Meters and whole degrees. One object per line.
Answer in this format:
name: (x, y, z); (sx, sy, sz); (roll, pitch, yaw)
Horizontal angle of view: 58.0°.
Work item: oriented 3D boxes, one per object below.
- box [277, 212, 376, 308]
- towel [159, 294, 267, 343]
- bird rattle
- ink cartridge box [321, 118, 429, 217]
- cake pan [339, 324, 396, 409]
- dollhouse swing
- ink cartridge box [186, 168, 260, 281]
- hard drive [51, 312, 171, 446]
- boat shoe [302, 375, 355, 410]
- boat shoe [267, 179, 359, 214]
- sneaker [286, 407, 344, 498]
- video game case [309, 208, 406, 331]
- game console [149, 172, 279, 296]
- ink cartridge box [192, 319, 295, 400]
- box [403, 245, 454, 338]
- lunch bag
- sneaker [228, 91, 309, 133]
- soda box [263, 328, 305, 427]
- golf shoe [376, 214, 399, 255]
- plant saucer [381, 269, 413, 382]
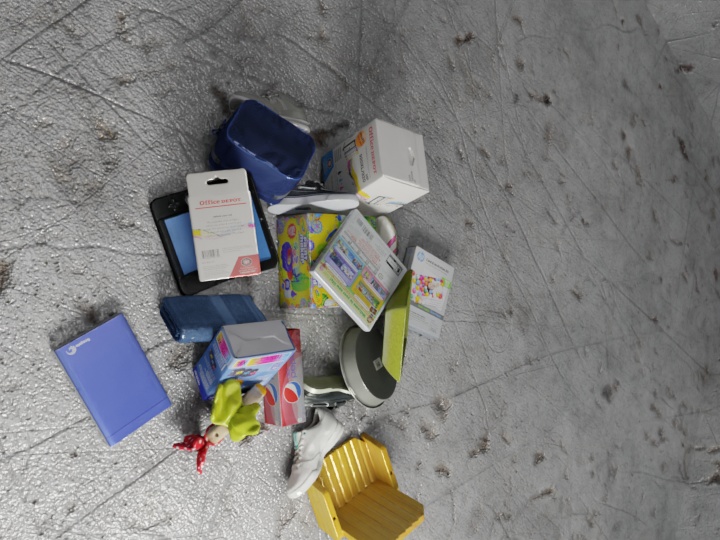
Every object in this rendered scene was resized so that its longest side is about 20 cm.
box: (-0.070, -0.019, 1.441); (0.193, 0.122, 0.200); (0, 87, -40)
towel: (-0.283, 0.096, 1.268); (0.200, 0.112, 0.049); (1, 128, -43)
bird rattle: (-0.250, 0.293, 1.242); (0.113, 0.200, 0.163); (40, 30, 5)
ink cartridge box: (0.032, -0.222, 1.475); (0.145, 0.200, 0.147); (9, 66, -39)
cake pan: (0.024, 0.219, 1.511); (0.200, 0.037, 0.200); (36, 44, -44)
dollhouse swing: (0.018, 0.491, 1.442); (0.200, 0.176, 0.182); (-25, 103, -38)
ink cartridge box: (-0.259, -0.088, 1.229); (0.116, 0.067, 0.200); (-7, 99, -11)
hard drive: (-0.443, 0.195, 1.172); (0.132, 0.025, 0.200); (-35, 109, -36)
boat shoe: (-0.067, 0.281, 1.458); (0.199, 0.074, 0.066); (11, 107, -55)
boat shoe: (-0.102, -0.163, 1.401); (0.072, 0.200, 0.068); (54, 35, -69)
sneaker: (-0.120, 0.392, 1.412); (0.088, 0.075, 0.200); (44, 53, -15)
video game case: (0.000, 0.000, 1.407); (0.200, 0.022, 0.182); (49, 59, -28)
game console: (-0.284, -0.070, 1.269); (0.176, 0.116, 0.200); (-25, 102, -39)
ink cartridge box: (-0.235, 0.183, 1.267); (0.136, 0.200, 0.076); (-3, 58, -39)
box: (0.163, 0.058, 1.687); (0.156, 0.041, 0.200); (28, 68, -36)
lunch bag: (-0.210, -0.236, 1.320); (0.200, 0.132, 0.136); (32, 53, -14)
sneaker: (-0.200, -0.348, 1.404); (0.200, 0.075, 0.082); (13, 64, -46)
soda box: (-0.165, 0.224, 1.376); (0.063, 0.070, 0.200); (-4, 89, -40)
golf shoe: (0.037, -0.031, 1.532); (0.092, 0.073, 0.200); (-11, 116, -39)
plant saucer: (0.084, 0.122, 1.505); (0.200, 0.048, 0.200); (-70, 164, -64)
